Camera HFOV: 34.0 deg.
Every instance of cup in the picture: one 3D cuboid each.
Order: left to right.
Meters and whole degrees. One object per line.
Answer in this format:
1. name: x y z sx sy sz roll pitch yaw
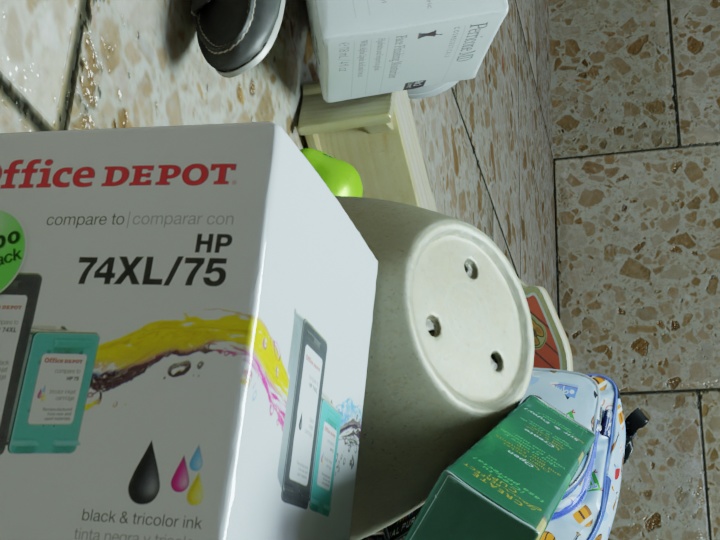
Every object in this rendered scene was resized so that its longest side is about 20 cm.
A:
1. cup: 0.007 0.042 0.629 0.199 0.143 0.202 21 59 -41

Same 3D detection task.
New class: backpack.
1. backpack: 0.144 0.182 1.040 0.154 0.198 0.192 54 40 -57

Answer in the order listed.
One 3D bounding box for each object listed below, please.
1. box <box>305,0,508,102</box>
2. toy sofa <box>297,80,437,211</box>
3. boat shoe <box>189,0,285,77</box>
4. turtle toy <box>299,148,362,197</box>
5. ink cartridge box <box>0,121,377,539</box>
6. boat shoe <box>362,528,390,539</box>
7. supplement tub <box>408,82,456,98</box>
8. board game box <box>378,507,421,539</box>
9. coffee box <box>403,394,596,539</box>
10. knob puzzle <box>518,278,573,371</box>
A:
1. box: 0.018 -0.248 0.866 0.199 0.130 0.202 100 -20 -86
2. toy sofa: 0.011 -0.081 1.040 0.098 0.082 0.201 -83 161 -47
3. boat shoe: -0.086 -0.209 0.766 0.057 0.066 0.201 44 35 -40
4. turtle toy: 0.000 0.000 0.882 0.200 0.101 0.146 48 39 -7
5. ink cartridge box: -0.087 0.062 0.482 0.146 0.145 0.202 52 41 -64
6. boat shoe: -0.014 0.216 0.883 0.200 0.072 0.073 -71 152 -56
7. supplement tub: 0.033 -0.246 1.077 0.200 0.131 0.133 26 61 -73
8. board game box: 0.032 0.265 0.872 0.151 0.047 0.201 -48 -161 54
9. coffee box: 0.048 0.128 0.519 0.124 0.044 0.200 -61 166 9
10. knob puzzle: 0.133 0.101 1.180 0.030 0.219 0.222 -1 86 -46
